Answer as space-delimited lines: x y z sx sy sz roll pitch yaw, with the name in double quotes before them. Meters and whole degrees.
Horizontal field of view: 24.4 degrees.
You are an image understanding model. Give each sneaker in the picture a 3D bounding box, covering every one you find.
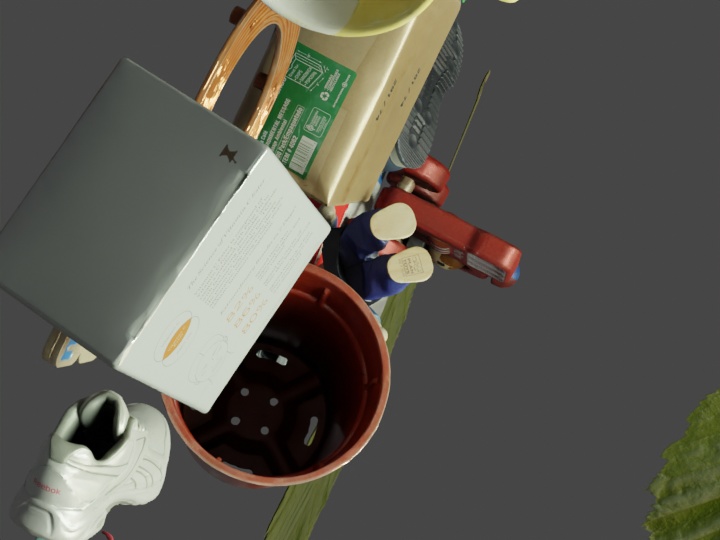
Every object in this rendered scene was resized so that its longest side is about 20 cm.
"sneaker" 0.035 -0.171 1.533 0.070 0.082 0.200 57 41 -35
"sneaker" -0.190 0.133 1.278 0.200 0.078 0.100 -45 157 -69

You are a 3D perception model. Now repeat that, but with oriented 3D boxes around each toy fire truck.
"toy fire truck" 0.080 -0.032 1.649 0.112 0.168 0.200 -60 173 -6

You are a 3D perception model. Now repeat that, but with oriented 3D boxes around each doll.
"doll" 0.000 0.000 1.488 0.048 0.137 0.200 -21 179 -23

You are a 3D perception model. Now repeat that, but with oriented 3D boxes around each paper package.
"paper package" -0.012 -0.164 1.365 0.200 0.103 0.191 -64 172 8

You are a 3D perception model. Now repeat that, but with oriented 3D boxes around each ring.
"ring" -0.094 -0.119 1.182 0.201 0.019 0.200 -61 173 -13

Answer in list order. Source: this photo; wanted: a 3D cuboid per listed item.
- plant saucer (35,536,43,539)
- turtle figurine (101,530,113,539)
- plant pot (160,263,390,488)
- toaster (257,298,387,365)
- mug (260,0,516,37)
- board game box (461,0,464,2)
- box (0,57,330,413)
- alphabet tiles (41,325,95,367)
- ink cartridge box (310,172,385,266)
"plant saucer" -0.247 0.216 1.382 0.200 0.019 0.070 -59 171 -23
"turtle figurine" -0.239 0.320 1.486 0.200 0.101 0.150 -33 138 -44
"plant pot" -0.088 0.112 1.514 0.201 0.200 0.195 -61 180 -19
"toaster" -0.049 0.049 1.801 0.200 0.114 0.129 -64 169 21
"mug" 0.013 -0.239 1.068 0.149 0.187 0.153 -26 -154 33
"board game box" 0.110 -0.358 1.591 0.200 0.034 0.136 -55 143 -49
"box" -0.117 -0.014 1.017 0.152 0.106 0.200 -55 165 -5
"alphabet tiles" -0.161 -0.027 1.154 0.200 0.015 0.196 -64 173 5
"ink cartridge box" -0.038 -0.066 1.644 0.116 0.067 0.200 -68 171 29
